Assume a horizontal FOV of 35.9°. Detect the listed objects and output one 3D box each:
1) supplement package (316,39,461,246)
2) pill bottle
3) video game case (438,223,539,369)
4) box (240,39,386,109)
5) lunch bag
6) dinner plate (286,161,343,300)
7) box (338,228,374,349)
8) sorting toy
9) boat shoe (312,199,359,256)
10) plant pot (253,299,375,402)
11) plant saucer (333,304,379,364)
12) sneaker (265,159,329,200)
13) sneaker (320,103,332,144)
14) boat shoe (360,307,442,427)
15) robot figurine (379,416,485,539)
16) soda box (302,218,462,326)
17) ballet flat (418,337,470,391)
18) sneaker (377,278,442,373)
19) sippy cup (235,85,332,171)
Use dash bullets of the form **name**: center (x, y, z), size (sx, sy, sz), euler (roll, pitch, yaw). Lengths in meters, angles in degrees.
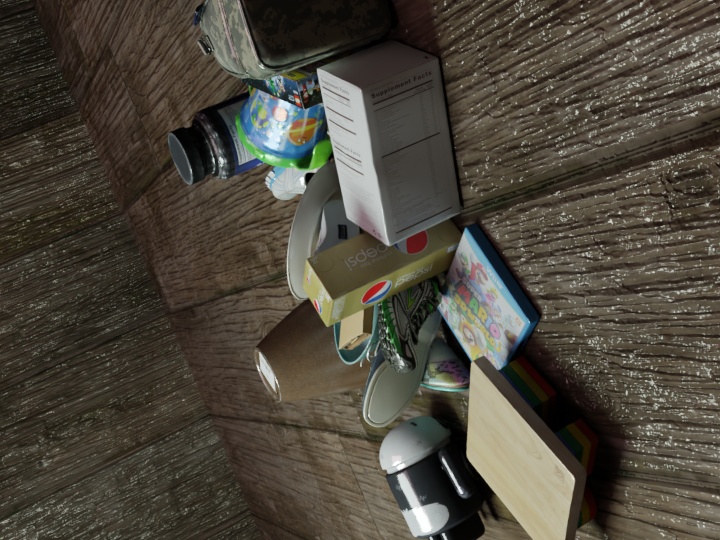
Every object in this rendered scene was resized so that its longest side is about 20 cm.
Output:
- **supplement package**: center (0.036, -0.155, 1.330), size (0.109, 0.113, 0.203), euler (35, 143, 52)
- **pill bottle**: center (-0.191, -0.209, 1.714), size (0.112, 0.198, 0.113), euler (50, 155, 34)
- **video game case**: center (0.154, 0.050, 1.395), size (0.144, 0.018, 0.201), euler (59, 159, 22)
- **box**: center (-0.061, -0.264, 1.417), size (0.200, 0.135, 0.038), euler (34, 144, 56)
- **lunch bag**: center (-0.088, -0.312, 1.342), size (0.167, 0.198, 0.141), euler (1, 113, 67)
- **dinner plate**: center (-0.053, -0.054, 1.593), size (0.024, 0.201, 0.202), euler (16, 138, 19)
- **box**: center (0.000, 0.000, 1.545), size (0.164, 0.021, 0.204), euler (133, 143, -75)
- **sorting toy**: center (0.216, 0.225, 1.360), size (0.200, 0.069, 0.201), euler (49, 154, 38)
- **boat shoe**: center (-0.034, -0.012, 1.485), size (0.201, 0.070, 0.071), euler (-92, 11, -53)
- **plant pot**: center (-0.064, 0.122, 1.765), size (0.187, 0.198, 0.189), euler (51, 155, 35)
- **plant saucer**: center (0.010, 0.038, 1.622), size (0.200, 0.035, 0.204), euler (-170, 90, -70)
- **sneaker**: center (-0.091, -0.142, 1.731), size (0.087, 0.074, 0.200), euler (56, 159, 9)
- **sneaker**: center (0.003, -0.164, 1.453), size (0.203, 0.080, 0.075), euler (66, 158, -3)
- **boat shoe**: center (0.048, 0.114, 1.526), size (0.062, 0.074, 0.203), euler (20, 90, 61)
- **robot figurine**: center (0.110, 0.318, 1.662), size (0.202, 0.149, 0.125), euler (63, -158, 4)
- **soda box**: center (0.028, -0.010, 1.383), size (0.068, 0.198, 0.064), euler (55, 155, 24)
- **ballet flat**: center (0.098, 0.132, 1.576), size (0.200, 0.068, 0.073), euler (171, 95, -70)
- **sneaker**: center (0.064, 0.045, 1.433), size (0.079, 0.084, 0.202), euler (85, -174, -47)
- **sippy cup**: center (-0.099, -0.239, 1.573), size (0.176, 0.141, 0.131), euler (28, 141, 2)
